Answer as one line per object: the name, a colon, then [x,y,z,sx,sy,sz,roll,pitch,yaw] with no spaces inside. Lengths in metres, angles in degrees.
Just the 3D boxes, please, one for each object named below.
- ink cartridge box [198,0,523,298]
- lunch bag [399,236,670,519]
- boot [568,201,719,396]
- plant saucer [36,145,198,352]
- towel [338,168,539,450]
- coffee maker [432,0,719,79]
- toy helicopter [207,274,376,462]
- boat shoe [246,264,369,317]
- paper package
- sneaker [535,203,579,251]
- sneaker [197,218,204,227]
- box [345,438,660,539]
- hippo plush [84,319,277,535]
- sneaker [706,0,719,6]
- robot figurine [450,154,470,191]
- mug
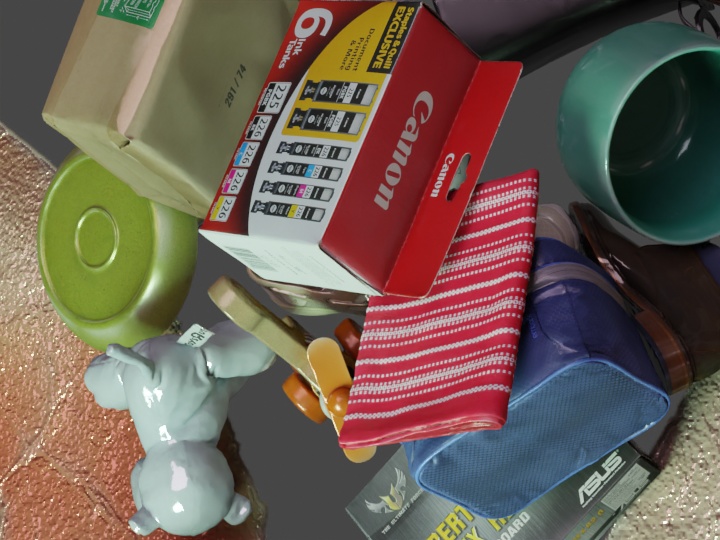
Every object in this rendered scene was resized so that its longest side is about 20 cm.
ink cartridge box: [0.001,-0.091,1.485,0.175,0.084,0.201,7,69,44]
lunch bag: [0.106,0.076,1.478,0.199,0.136,0.133,-34,51,20]
boot: [0.231,0.008,1.550,0.096,0.075,0.201,-20,48,-7]
plant saucer: [-0.223,-0.027,1.795,0.199,0.031,0.202,-1,89,39]
towel: [0.055,0.029,1.432,0.144,0.022,0.202,-13,55,37]
coffee maker: [0.165,-0.217,1.620,0.199,0.134,0.194,-24,63,21]
toy helicopter: [-0.046,0.070,1.590,0.079,0.200,0.132,-44,39,7]
boat shoe: [0.000,0.000,1.673,0.198,0.065,0.073,-2,71,29]
paper package: [-0.148,-0.169,1.658,0.103,0.191,0.202,16,79,25]
sneaker: [0.089,0.027,1.583,0.200,0.081,0.075,-43,81,19]
sneaker: [-0.151,-0.133,1.798,0.078,0.090,0.202,5,76,30]
box: [0.107,0.167,1.556,0.200,0.048,0.158,-47,56,6]
hippo plush: [-0.128,0.129,1.659,0.158,0.200,0.162,-13,87,-17]
sneaker: [0.315,-0.237,1.538,0.198,0.070,0.076,18,62,-10]
robot figurine: [0.010,-0.111,1.659,0.199,0.124,0.152,18,118,58]
mug: [0.234,-0.102,1.529,0.153,0.184,0.114,-60,30,6]
